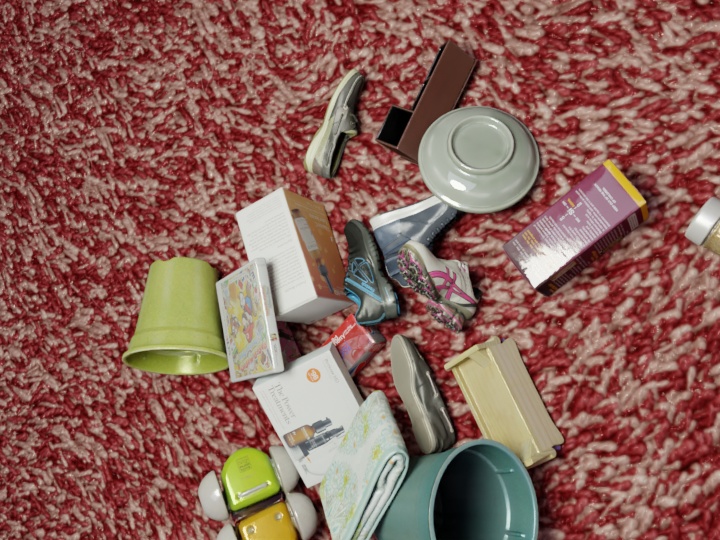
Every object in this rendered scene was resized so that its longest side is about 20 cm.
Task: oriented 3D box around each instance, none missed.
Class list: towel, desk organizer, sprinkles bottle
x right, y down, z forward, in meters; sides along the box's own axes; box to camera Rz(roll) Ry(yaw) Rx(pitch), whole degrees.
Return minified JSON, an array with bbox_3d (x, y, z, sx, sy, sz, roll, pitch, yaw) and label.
[{"bbox_3d":[0.001,0.308,1.081,0.202,0.048,0.172,-63,21,14],"label":"towel"},{"bbox_3d":[0.110,-0.288,1.201,0.071,0.076,0.202,32,97,48],"label":"desk organizer"},{"bbox_3d":[0.553,-0.021,0.973,0.199,0.068,0.069,39,100,24],"label":"sprinkles bottle"}]

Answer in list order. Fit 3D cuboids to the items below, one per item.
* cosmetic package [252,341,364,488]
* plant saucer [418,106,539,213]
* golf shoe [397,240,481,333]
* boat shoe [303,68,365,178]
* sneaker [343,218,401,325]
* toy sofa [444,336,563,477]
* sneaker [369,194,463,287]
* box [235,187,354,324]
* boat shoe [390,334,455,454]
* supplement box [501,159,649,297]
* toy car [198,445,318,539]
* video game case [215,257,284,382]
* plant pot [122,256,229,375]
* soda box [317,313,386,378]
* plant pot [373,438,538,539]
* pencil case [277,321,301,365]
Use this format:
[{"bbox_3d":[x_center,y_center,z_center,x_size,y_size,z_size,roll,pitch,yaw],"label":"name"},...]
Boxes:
[{"bbox_3d":[-0.068,0.243,1.185,0.149,0.052,0.202,-27,100,8],"label":"cosmetic package"},{"bbox_3d":[0.191,-0.191,1.131,0.196,0.050,0.204,-1,67,3],"label":"plant saucer"},{"bbox_3d":[0.125,0.009,1.111,0.072,0.200,0.092,26,72,46],"label":"golf shoe"},{"bbox_3d":[-0.033,-0.262,1.285,0.065,0.072,0.203,28,96,15],"label":"boat shoe"},{"bbox_3d":[0.000,0.000,1.207,0.081,0.074,0.202,-21,60,-1],"label":"sneaker"},{"bbox_3d":[0.223,0.211,1.101,0.083,0.097,0.202,-41,67,41],"label":"toy sofa"},{"bbox_3d":[0.128,-0.048,1.175,0.199,0.077,0.149,-20,80,17],"label":"sneaker"},{"bbox_3d":[-0.112,-0.020,1.241,0.105,0.152,0.203,-25,74,20],"label":"box"},{"bbox_3d":[0.102,0.202,1.172,0.067,0.056,0.203,-43,58,53],"label":"boat shoe"},{"bbox_3d":[0.324,-0.058,1.063,0.199,0.110,0.086,-40,68,15],"label":"supplement box"},{"bbox_3d":[-0.177,0.410,1.224,0.173,0.150,0.203,-21,76,-14],"label":"toy car"},{"bbox_3d":[-0.192,0.090,1.198,0.199,0.023,0.185,-23,76,57],"label":"video game case"},{"bbox_3d":[-0.336,0.083,1.328,0.197,0.200,0.187,-11,67,23],"label":"plant pot"},{"bbox_3d":[-0.048,0.169,1.235,0.200,0.063,0.070,-47,69,12],"label":"soda box"},{"bbox_3d":[0.123,0.355,1.040,0.195,0.197,0.204,-23,71,56],"label":"plant pot"},{"bbox_3d":[-0.179,0.109,1.296,0.202,0.085,0.083,63,148,18],"label":"pencil case"}]
